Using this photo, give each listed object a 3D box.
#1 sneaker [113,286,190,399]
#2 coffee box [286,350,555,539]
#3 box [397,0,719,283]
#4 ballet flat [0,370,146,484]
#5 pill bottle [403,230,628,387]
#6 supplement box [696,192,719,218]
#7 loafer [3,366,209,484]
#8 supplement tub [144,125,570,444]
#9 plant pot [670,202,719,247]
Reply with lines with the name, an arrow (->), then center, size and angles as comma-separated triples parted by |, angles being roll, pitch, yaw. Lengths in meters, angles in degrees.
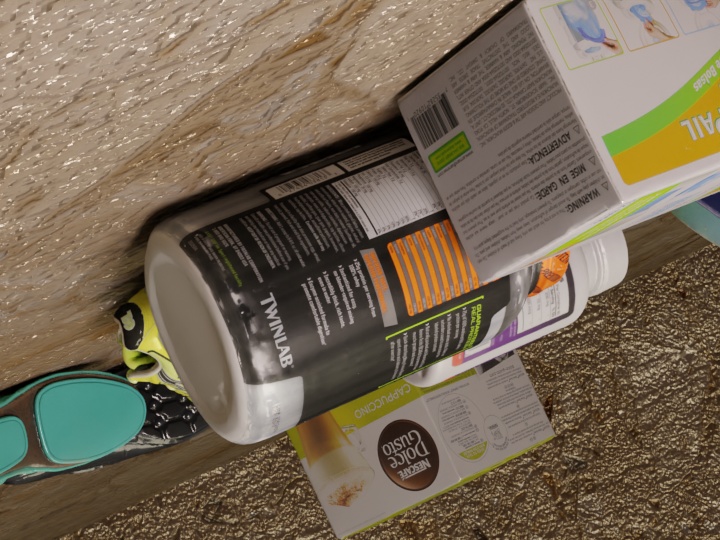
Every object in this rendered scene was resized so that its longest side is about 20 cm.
sneaker -> -0.111, 0.040, 1.055 | 0.076, 0.075, 0.200 | -17, 161, -9
coffee box -> 0.058, 0.159, 1.947 | 0.200, 0.198, 0.200 | -31, 171, 38
box -> 0.138, -0.083, 0.846 | 0.200, 0.101, 0.112 | -20, 172, -38
ballet flat -> -0.237, 0.109, 1.168 | 0.070, 0.067, 0.200 | 0, -169, 39
pill bottle -> 0.111, 0.008, 1.379 | 0.200, 0.112, 0.111 | -22, 172, -25
supplement box -> 0.261, -0.083, 1.044 | 0.110, 0.109, 0.200 | -59, 157, 17
loafer -> -0.191, 0.112, 1.297 | 0.200, 0.068, 0.070 | -16, 178, -25
supplement tub -> 0.000, -0.001, 0.887 | 0.200, 0.123, 0.123 | -22, 172, -23
plant pot -> 0.324, -0.088, 1.223 | 0.200, 0.200, 0.135 | -16, 134, -53
